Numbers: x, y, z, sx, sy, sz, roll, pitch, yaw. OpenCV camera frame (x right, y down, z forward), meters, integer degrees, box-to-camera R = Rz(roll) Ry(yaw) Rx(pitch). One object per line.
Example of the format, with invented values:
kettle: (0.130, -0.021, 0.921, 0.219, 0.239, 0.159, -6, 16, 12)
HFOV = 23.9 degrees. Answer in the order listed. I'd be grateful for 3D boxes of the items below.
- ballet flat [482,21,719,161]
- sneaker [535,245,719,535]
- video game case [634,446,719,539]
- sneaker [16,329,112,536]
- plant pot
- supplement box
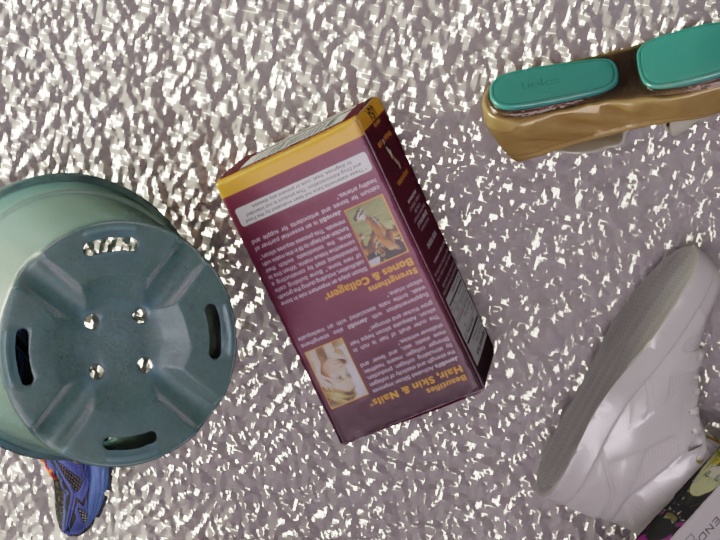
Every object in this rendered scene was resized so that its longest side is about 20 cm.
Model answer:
ballet flat: (0.180, -0.114, 1.105, 0.198, 0.069, 0.063, -9, 133, 16)
sneaker: (0.215, 0.089, 1.153, 0.115, 0.074, 0.201, 25, 107, -12)
video game case: (0.260, 0.234, 1.137, 0.181, 0.036, 0.200, -44, 110, -9)
sneaker: (-0.233, 0.096, 1.221, 0.078, 0.075, 0.202, -15, 97, -21)
plant pot: (-0.175, 0.039, 1.098, 0.198, 0.196, 0.203, -1, 94, -19)
supplement box: (0.000, 0.000, 1.151, 0.109, 0.086, 0.201, -23, 101, 16)
